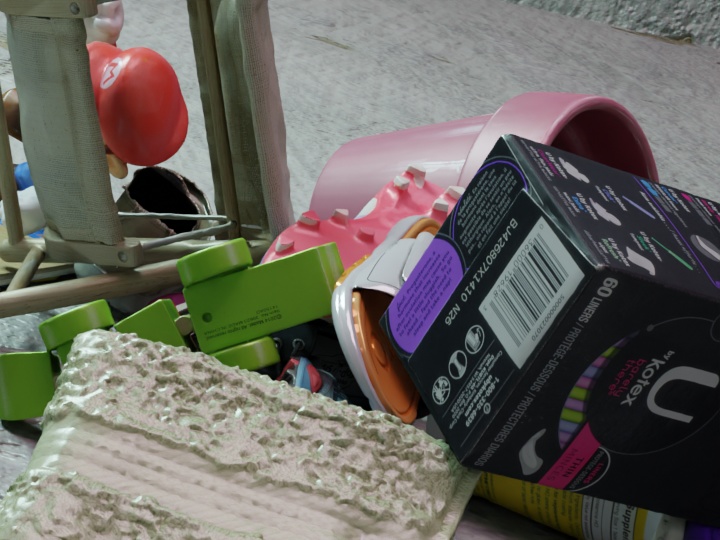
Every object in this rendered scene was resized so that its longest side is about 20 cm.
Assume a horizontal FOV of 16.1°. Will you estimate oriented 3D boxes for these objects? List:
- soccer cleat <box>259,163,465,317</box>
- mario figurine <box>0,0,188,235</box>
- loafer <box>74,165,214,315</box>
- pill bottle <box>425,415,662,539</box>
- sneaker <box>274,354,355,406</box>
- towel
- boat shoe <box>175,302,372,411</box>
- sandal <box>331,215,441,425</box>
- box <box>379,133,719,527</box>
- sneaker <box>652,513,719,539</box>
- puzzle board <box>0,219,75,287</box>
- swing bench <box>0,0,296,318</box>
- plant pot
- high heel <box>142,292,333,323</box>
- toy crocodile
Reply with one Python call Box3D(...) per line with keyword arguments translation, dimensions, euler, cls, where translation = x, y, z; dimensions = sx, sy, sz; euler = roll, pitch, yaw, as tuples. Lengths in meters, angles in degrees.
Box3D(translation=(0.000, 0.000, 1.436), dimensions=(0.066, 0.077, 0.200), euler=(28, 28, 16), cls="soccer cleat")
Box3D(translation=(-0.190, -0.099, 1.599), dimensions=(0.106, 0.124, 0.200), euler=(-26, 3, -34), cls="mario figurine")
Box3D(translation=(-0.125, -0.029, 1.636), dimensions=(0.075, 0.070, 0.200), euler=(35, 17, -5), cls="loafer")
Box3D(translation=(0.144, 0.095, 1.370), dimensions=(0.199, 0.113, 0.112), euler=(21, 15, 24), cls="pill bottle")
Box3D(translation=(-0.010, 0.114, 1.256), dimensions=(0.095, 0.080, 0.200), euler=(26, 17, -15), cls="sneaker")
Box3D(translation=(-0.055, 0.105, 1.124), dimensions=(0.198, 0.037, 0.149), euler=(18, 51, 4), cls="towel")
Box3D(translation=(-0.037, 0.060, 1.400), dimensions=(0.199, 0.075, 0.066), euler=(15, -2, -44), cls="boat shoe")
Box3D(translation=(0.038, 0.012, 1.318), dimensions=(0.059, 0.080, 0.207), euler=(-22, 17, 21), cls="sandal")
Box3D(translation=(0.130, 0.033, 1.201), dimensions=(0.199, 0.123, 0.106), euler=(15, 30, -36), cls="box")
Box3D(translation=(0.175, 0.176, 1.201), dimensions=(0.099, 0.070, 0.200), euler=(23, 16, 1), cls="sneaker")
Box3D(translation=(-0.271, -0.030, 1.630), dimensions=(0.199, 0.018, 0.150), euler=(22, 14, 24), cls="puzzle board")
Box3D(translation=(-0.135, -0.089, 1.453), dimensions=(0.198, 0.201, 0.130), euler=(-5, 19, 5), cls="swing bench")
Box3D(translation=(0.072, -0.016, 1.619), dimensions=(0.178, 0.202, 0.199), euler=(5, 6, 32), cls="plant pot")
Box3D(translation=(-0.032, 0.040, 1.478), dimensions=(0.198, 0.068, 0.096), euler=(9, 4, -6), cls="high heel")
Box3D(translation=(-0.099, 0.035, 1.312), dimensions=(0.199, 0.068, 0.062), euler=(-23, -1, 5), cls="toy crocodile")
